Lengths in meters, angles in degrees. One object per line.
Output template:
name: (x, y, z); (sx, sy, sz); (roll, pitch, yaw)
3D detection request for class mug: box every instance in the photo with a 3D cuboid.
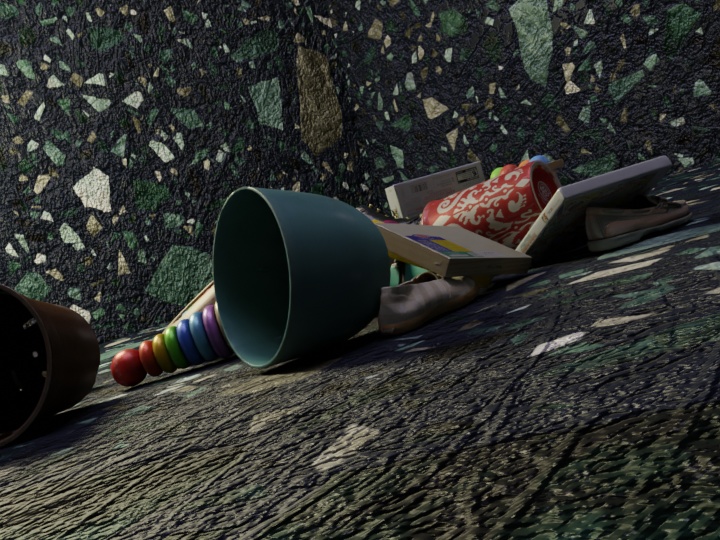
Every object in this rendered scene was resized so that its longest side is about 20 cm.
mug: (0.223, -0.085, 1.289); (0.198, 0.136, 0.176); (-25, -8, 39)

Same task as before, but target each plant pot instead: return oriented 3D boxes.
plant pot: (-0.445, 0.119, 1.060); (0.197, 0.204, 0.198); (-16, -6, 5)
plant pot: (-0.061, 0.002, 0.961); (0.159, 0.205, 0.199); (-5, -4, -33)

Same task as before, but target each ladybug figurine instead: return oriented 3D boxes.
ladybug figurine: (-0.243, 0.075, 1.320); (0.200, 0.072, 0.136); (-43, 11, 3)

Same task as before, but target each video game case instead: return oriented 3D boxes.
video game case: (0.325, -0.079, 1.171); (0.197, 0.023, 0.183); (-18, -25, -24)
video game case: (0.160, -0.091, 1.535); (0.197, 0.184, 0.045); (-17, 2, -24)

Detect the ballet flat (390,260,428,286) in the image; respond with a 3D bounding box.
ballet flat: (0.085, 0.008, 1.262); (0.071, 0.073, 0.200); (-17, 4, -25)

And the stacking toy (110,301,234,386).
stacking toy: (-0.269, 0.115, 1.189); (0.197, 0.087, 0.085); (-23, 3, 0)

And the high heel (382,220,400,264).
high heel: (0.000, 0.000, 1.246); (0.201, 0.067, 0.095); (-53, 26, -16)

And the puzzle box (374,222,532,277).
puzzle box: (0.121, -0.028, 1.081); (0.132, 0.026, 0.198); (28, 19, 38)

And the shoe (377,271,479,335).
shoe: (0.083, 0.026, 0.980); (0.069, 0.054, 0.199); (-14, 4, 35)

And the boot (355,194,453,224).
boot: (0.069, -0.084, 1.424); (0.203, 0.074, 0.153); (-43, 53, -14)

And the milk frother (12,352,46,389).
milk frother: (-0.580, 0.133, 1.337); (0.178, 0.203, 0.188); (-19, 1, 27)

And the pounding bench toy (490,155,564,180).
pounding bench toy: (0.291, -0.115, 1.481); (0.122, 0.159, 0.200); (-16, 2, -6)

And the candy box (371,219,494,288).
candy box: (0.094, -0.026, 1.151); (0.197, 0.027, 0.102); (18, 15, 13)

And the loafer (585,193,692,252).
loafer: (0.390, -0.079, 1.142); (0.198, 0.064, 0.072); (-18, 4, -31)
